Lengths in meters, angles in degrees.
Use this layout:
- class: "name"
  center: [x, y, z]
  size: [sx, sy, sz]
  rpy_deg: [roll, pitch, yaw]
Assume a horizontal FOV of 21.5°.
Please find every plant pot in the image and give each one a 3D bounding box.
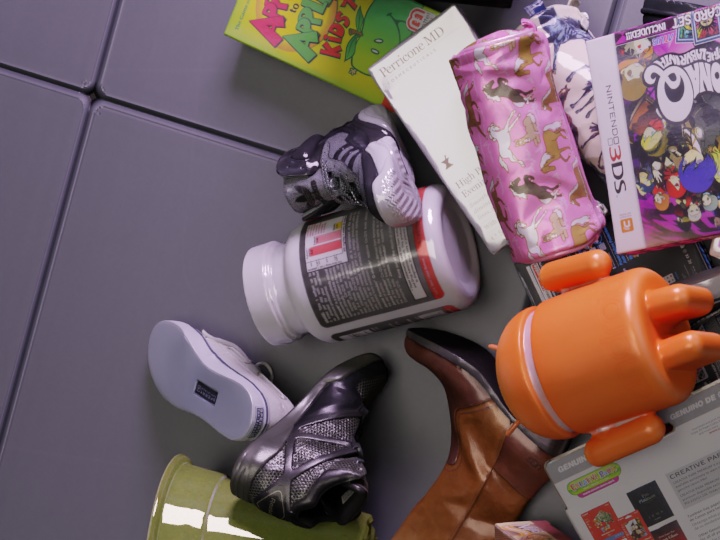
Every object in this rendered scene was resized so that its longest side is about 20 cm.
- class: "plant pot"
  center: [-0.084, 0.278, 1.733]
  size: [0.188, 0.200, 0.202]
  rpy_deg: [4, 90, 8]

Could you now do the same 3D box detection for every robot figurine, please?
- class: "robot figurine"
  center: [0.194, 0.067, 1.540]
  size: [0.199, 0.117, 0.144]
  rpy_deg: [-22, 113, 30]

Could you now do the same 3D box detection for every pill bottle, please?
- class: "pill bottle"
  center: [0.000, 0.000, 1.729]
  size: [0.198, 0.116, 0.117]
  rpy_deg: [-15, 83, 20]

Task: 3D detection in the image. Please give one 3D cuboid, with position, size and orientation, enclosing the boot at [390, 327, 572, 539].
- class: "boot"
  center: [0.081, 0.173, 1.736]
  size: [0.187, 0.068, 0.201]
  rpy_deg: [32, 107, 11]

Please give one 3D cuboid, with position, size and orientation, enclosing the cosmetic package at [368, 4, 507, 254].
- class: "cosmetic package"
  center: [0.102, -0.127, 1.689]
  size: [0.101, 0.074, 0.201]
  rpy_deg: [-36, 92, 8]

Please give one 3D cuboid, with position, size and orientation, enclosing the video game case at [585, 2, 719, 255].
- class: "video game case"
  center: [0.284, -0.119, 1.517]
  size: [0.198, 0.036, 0.183]
  rpy_deg: [-11, 83, 34]

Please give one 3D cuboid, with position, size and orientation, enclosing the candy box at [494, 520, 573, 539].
- class: "candy box"
  center: [0.157, 0.328, 1.647]
  size: [0.055, 0.115, 0.202]
  rpy_deg: [-3, 95, -12]

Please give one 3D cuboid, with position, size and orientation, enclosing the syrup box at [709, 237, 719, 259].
- class: "syrup box"
  center: [0.349, -0.101, 1.552]
  size: [0.081, 0.079, 0.202]
  rpy_deg: [16, 98, 16]

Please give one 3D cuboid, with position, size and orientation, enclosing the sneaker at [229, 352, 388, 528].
- class: "sneaker"
  center: [-0.016, 0.160, 1.707]
  size: [0.114, 0.199, 0.077]
  rpy_deg: [31, 137, 19]

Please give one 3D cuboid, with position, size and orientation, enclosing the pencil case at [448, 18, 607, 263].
- class: "pencil case"
  center: [0.142, -0.108, 1.611]
  size: [0.083, 0.086, 0.202]
  rpy_deg: [-16, 94, 62]

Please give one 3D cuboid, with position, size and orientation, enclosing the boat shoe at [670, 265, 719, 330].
- class: "boat shoe"
  center: [0.250, 0.061, 1.614]
  size: [0.199, 0.072, 0.071]
  rpy_deg: [-30, 86, 28]

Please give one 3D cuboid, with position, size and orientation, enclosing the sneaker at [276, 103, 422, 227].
- class: "sneaker"
  center: [-0.012, -0.074, 1.667]
  size: [0.113, 0.200, 0.076]
  rpy_deg: [-24, 113, 7]

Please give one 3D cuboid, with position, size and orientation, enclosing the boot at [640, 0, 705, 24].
- class: "boot"
  center: [0.317, -0.139, 1.639]
  size: [0.197, 0.073, 0.164]
  rpy_deg: [19, 101, 22]

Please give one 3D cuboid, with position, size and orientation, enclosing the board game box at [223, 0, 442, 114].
- class: "board game box"
  center: [-0.020, -0.228, 1.779]
  size: [0.199, 0.048, 0.102]
  rpy_deg: [26, 98, 20]

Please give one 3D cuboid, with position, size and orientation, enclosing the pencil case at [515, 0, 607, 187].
- class: "pencil case"
  center: [0.207, -0.148, 1.652]
  size: [0.090, 0.078, 0.201]
  rpy_deg: [-48, 59, 19]

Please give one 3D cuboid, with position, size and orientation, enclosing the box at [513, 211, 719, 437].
- class: "box"
  center: [0.247, 0.047, 1.669]
  size: [0.158, 0.046, 0.202]
  rpy_deg: [-28, 79, 18]

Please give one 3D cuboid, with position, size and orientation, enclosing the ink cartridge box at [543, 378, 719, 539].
- class: "ink cartridge box"
  center: [0.281, 0.181, 1.604]
  size: [0.199, 0.084, 0.177]
  rpy_deg: [-27, 101, 18]

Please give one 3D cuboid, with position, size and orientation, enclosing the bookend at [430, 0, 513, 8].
- class: "bookend"
  center: [0.048, -0.347, 1.661]
  size: [0.196, 0.092, 0.202]
  rpy_deg: [6, 78, 0]

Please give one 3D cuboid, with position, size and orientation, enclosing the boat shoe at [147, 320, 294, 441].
- class: "boat shoe"
  center: [-0.123, 0.104, 1.800]
  size: [0.201, 0.086, 0.075]
  rpy_deg: [28, 105, 49]
